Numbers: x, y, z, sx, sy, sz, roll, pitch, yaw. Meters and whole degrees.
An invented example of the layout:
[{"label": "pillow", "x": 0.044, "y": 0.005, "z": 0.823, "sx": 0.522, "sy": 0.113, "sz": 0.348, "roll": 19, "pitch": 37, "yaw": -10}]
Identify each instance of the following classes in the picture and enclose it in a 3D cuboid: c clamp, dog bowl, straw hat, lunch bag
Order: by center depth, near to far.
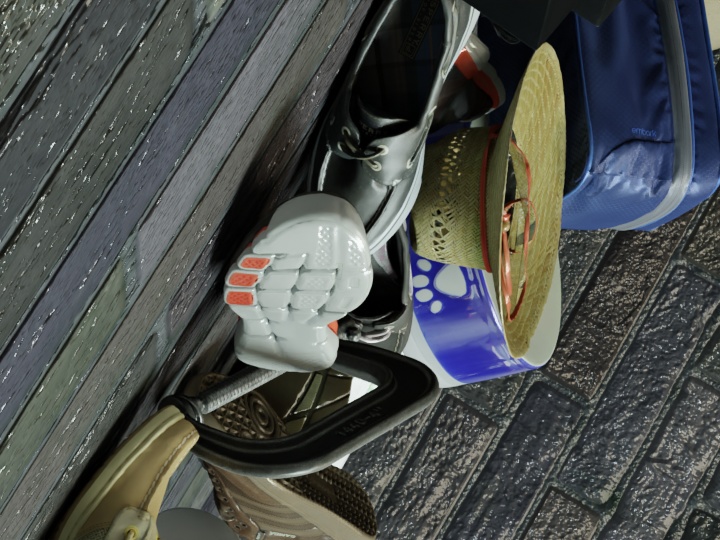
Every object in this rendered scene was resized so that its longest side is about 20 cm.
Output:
[{"label": "c clamp", "x": -0.046, "y": 0.072, "z": 1.397, "sx": 0.200, "sy": 0.170, "sz": 0.027, "roll": -31, "pitch": 131, "yaw": -51}, {"label": "straw hat", "x": 0.069, "y": -0.046, "z": 1.450, "sx": 0.201, "sy": 0.084, "sz": 0.203, "roll": 4, "pitch": 90, "yaw": -75}, {"label": "lunch bag", "x": 0.172, "y": -0.129, "z": 1.611, "sx": 0.136, "sy": 0.131, "sz": 0.202, "roll": -30, "pitch": -118, "yaw": 59}, {"label": "dog bowl", "x": 0.076, "y": -0.021, "z": 1.669, "sx": 0.200, "sy": 0.078, "sz": 0.202, "roll": -12, "pitch": 90, "yaw": -69}]

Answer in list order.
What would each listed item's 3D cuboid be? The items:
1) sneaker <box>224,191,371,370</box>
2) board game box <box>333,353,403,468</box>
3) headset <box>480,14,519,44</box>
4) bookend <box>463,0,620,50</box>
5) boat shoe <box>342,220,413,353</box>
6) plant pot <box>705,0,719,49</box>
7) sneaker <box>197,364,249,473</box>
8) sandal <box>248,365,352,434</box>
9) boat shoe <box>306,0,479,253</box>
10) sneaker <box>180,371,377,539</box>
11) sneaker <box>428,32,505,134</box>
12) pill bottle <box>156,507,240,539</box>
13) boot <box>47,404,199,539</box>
[{"label": "sneaker", "x": -0.038, "y": -0.011, "z": 1.298, "sx": 0.200, "sy": 0.076, "sz": 0.083, "roll": 115, "pitch": -18, "yaw": -65}, {"label": "board game box", "x": -0.024, "y": 0.073, "z": 1.767, "sx": 0.201, "sy": 0.034, "sz": 0.126, "roll": -61, "pitch": -150, "yaw": 22}, {"label": "headset", "x": 0.111, "y": -0.206, "z": 1.492, "sx": 0.124, "sy": 0.094, "sz": 0.200, "roll": -57, "pitch": -169, "yaw": -25}, {"label": "bookend", "x": 0.106, "y": -0.198, "z": 1.260, "sx": 0.199, "sy": 0.092, "sz": 0.200, "roll": -50, "pitch": 167, "yaw": -21}, {"label": "boat shoe", "x": 0.000, "y": 0.000, "z": 1.473, "sx": 0.057, "sy": 0.066, "sz": 0.201, "roll": -91, "pitch": 179, "yaw": -49}, {"label": "plant pot", "x": 0.195, "y": -0.254, "z": 1.730, "sx": 0.134, "sy": 0.201, "sz": 0.201, "roll": -13, "pitch": 145, "yaw": -34}, {"label": "sneaker", "x": -0.053, "y": 0.076, "z": 1.636, "sx": 0.114, "sy": 0.075, "sz": 0.200, "roll": -62, "pitch": -179, "yaw": 24}, {"label": "sandal", "x": -0.046, "y": 0.057, "z": 1.566, "sx": 0.055, "sy": 0.081, "sz": 0.202, "roll": -6, "pitch": -113, "yaw": 67}, {"label": "boat shoe", "x": 0.012, "y": -0.092, "z": 1.343, "sx": 0.201, "sy": 0.068, "sz": 0.057, "roll": -69, "pitch": 169, "yaw": 24}, {"label": "sneaker", "x": -0.068, "y": 0.139, "z": 1.485, "sx": 0.075, "sy": 0.200, "sz": 0.071, "roll": -29, "pitch": -136, "yaw": 19}, {"label": "sneaker", "x": 0.036, "y": -0.120, "z": 1.472, "sx": 0.082, "sy": 0.077, "sz": 0.200, "roll": -44, "pitch": 168, "yaw": 1}, {"label": "pill bottle", "x": -0.141, "y": 0.250, "z": 1.557, "sx": 0.104, "sy": 0.104, "sz": 0.201, "roll": -54, "pitch": 173, "yaw": -50}, {"label": "boot", "x": -0.102, "y": 0.187, "z": 1.250, "sx": 0.201, "sy": 0.155, "sz": 0.073, "roll": -57, "pitch": 175, "yaw": -26}]
